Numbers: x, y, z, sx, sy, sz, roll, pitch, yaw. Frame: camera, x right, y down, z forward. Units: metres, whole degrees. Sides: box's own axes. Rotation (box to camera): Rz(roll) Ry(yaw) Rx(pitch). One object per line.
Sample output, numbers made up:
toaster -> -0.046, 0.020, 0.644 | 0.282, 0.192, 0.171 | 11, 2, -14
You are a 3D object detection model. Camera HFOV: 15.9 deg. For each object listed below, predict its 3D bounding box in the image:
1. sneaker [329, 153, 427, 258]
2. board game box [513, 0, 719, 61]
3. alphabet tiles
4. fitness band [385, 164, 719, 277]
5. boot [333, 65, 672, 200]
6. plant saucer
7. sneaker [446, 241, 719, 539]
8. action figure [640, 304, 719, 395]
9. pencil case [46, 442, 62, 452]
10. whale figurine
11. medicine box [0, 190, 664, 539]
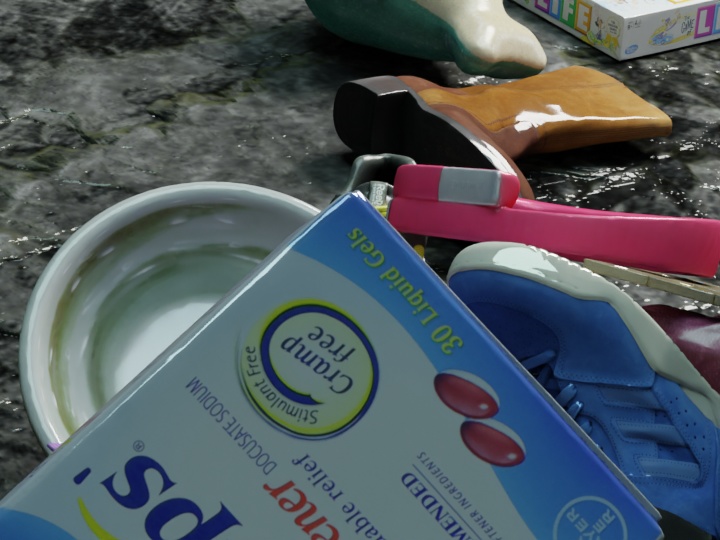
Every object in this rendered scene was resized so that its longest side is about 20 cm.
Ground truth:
sneaker -> 0.000, 0.000, 1.403 | 0.074, 0.085, 0.200 | 2, 26, 1
board game box -> 0.226, -0.209, 1.887 | 0.200, 0.034, 0.134 | -15, 33, -32
alphabet tiles -> 0.226, 0.027, 1.237 | 0.200, 0.008, 0.167 | 17, 3, 26
fitness band -> 0.099, -0.023, 1.331 | 0.143, 0.037, 0.200 | 12, -1, -28
boot -> 0.111, -0.075, 1.614 | 0.200, 0.069, 0.188 | -6, 21, -33
plant saucer -> -0.070, 0.054, 1.276 | 0.200, 0.050, 0.200 | 5, 62, -9
sneaker -> 0.104, 0.082, 1.178 | 0.077, 0.200, 0.111 | -19, 34, 53
action figure -> 0.120, 0.036, 1.295 | 0.200, 0.134, 0.149 | 14, 30, 10
pencil case -> -0.037, 0.094, 1.184 | 0.200, 0.086, 0.084 | -16, 14, -20
whale figurine -> 0.036, -0.181, 1.756 | 0.159, 0.104, 0.200 | 2, 38, -50
medicine box -> -0.022, 0.105, 0.986 | 0.200, 0.182, 0.103 | -43, 2, -17
